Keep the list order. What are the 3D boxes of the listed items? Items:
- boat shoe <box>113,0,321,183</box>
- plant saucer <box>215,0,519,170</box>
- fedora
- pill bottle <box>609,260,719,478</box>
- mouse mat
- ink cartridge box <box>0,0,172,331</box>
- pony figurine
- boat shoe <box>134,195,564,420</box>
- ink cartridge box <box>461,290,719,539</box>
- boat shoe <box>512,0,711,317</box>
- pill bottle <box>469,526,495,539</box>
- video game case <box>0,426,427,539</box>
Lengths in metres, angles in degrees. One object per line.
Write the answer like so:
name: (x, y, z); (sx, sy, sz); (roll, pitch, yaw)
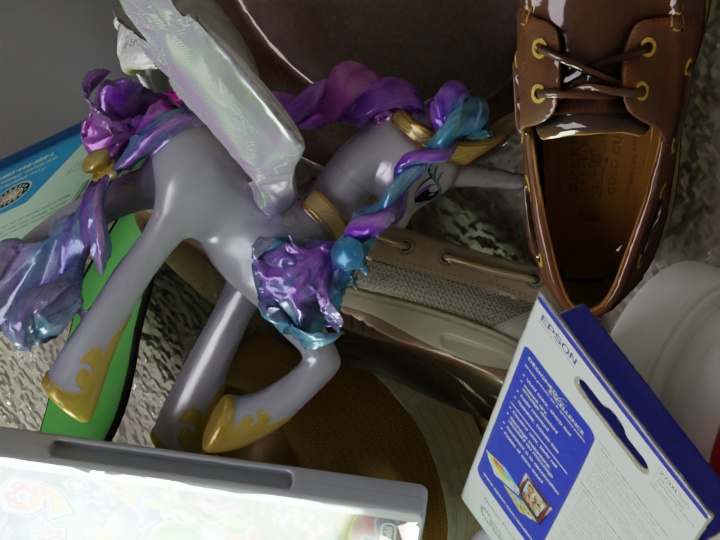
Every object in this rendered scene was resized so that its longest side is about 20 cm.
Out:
boat shoe: (-0.073, -0.104, 1.120); (0.071, 0.069, 0.201); (-2, 109, 46)
plant saucer: (0.001, -0.133, 1.034); (0.199, 0.034, 0.201); (17, 123, 27)
fedora: (-0.017, 0.085, 1.154); (0.200, 0.082, 0.202); (24, 128, 36)
pill bottle: (0.184, 0.070, 0.915); (0.199, 0.112, 0.113); (25, 127, 35)
mouse mat: (-0.120, 0.037, 1.180); (0.007, 0.201, 0.161); (22, 139, -13)
ink cartridge box: (-0.182, -0.041, 1.208); (0.086, 0.146, 0.200); (52, 138, 9)
pony figurine: (-0.056, -0.035, 0.993); (0.193, 0.200, 0.167); (40, -172, -19)
boat shoe: (0.000, 0.000, 1.082); (0.199, 0.065, 0.072); (21, 160, 21)
ink cartridge box: (0.086, 0.077, 0.920); (0.095, 0.037, 0.200); (53, 163, 17)
boat shoe: (0.091, -0.073, 0.951); (0.071, 0.068, 0.201); (4, 122, 8)
pill bottle: (0.124, 0.178, 1.044); (0.200, 0.104, 0.104); (48, 137, 16)
video game case: (-0.078, 0.124, 1.042); (0.199, 0.018, 0.144); (8, 135, 1)
